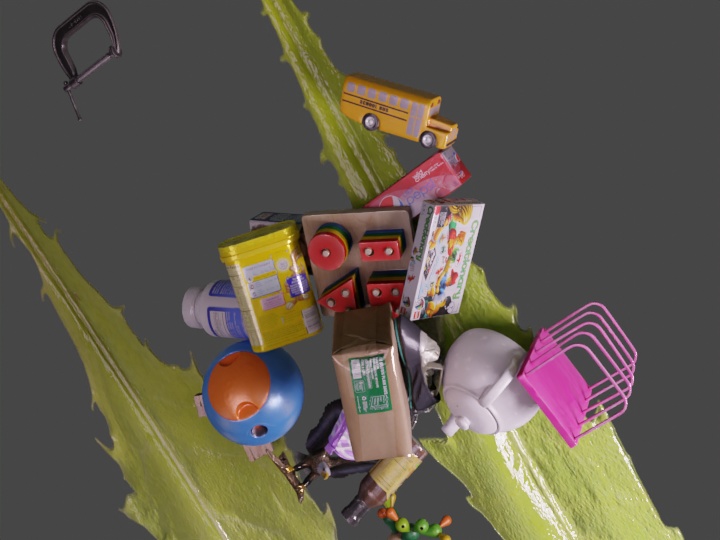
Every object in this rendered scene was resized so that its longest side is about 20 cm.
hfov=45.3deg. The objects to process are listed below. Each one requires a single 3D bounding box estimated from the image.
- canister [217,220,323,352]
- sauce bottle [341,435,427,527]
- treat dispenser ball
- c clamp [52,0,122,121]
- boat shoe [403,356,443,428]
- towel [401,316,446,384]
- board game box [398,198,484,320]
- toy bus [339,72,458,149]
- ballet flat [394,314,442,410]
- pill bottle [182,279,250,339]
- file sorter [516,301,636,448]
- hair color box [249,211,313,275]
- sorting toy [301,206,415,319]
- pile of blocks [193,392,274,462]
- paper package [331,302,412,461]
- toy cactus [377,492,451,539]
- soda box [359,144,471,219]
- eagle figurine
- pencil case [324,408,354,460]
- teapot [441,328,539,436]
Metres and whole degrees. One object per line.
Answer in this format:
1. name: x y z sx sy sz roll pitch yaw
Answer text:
1. canister: -0.158 0.030 1.548 0.146 0.087 0.203 -17 103 -6
2. sauce bottle: 0.043 0.400 1.647 0.065 0.065 0.200 43 90 4
3. treat dispenser ball: -0.207 0.236 1.674 0.197 0.201 0.205 8 112 21
4. c clamp: -0.530 -0.419 1.689 0.199 0.027 0.173 -30 89 32
5. boat shoe: 0.106 0.227 1.562 0.070 0.072 0.202 19 131 14
6. towel: 0.089 0.113 1.588 0.146 0.036 0.204 2 109 23
7. board game box: 0.136 -0.020 1.455 0.034 0.125 0.204 29 115 42
8. toy bus: 0.067 -0.266 1.444 0.197 0.065 0.080 20 114 18
9. ballet flat: 0.104 0.153 1.452 0.072 0.073 0.203 4 128 23
10. pill bottle: -0.244 0.075 1.684 0.197 0.112 0.114 2 110 25
11. file sorter: 0.358 0.156 1.386 0.125 0.200 0.140 -38 91 28
12. hair color box: -0.105 -0.048 1.604 0.197 0.060 0.102 5 111 23
13. sorting toy: 0.000 0.000 1.500 0.195 0.070 0.203 -2 118 19
14. pile of blocks: -0.257 0.311 1.812 0.199 0.062 0.082 40 101 2
15. paper package: 0.021 0.182 1.424 0.101 0.191 0.204 -9 109 3
16. toy cactus: 0.093 0.517 1.716 0.199 0.102 0.166 40 138 4
17. soda box: 0.089 -0.130 1.483 0.199 0.063 0.071 -34 92 31
18. eagle figurine: -0.061 0.369 1.717 0.198 0.152 0.152 -34 137 -2
19. pencil case: 0.008 0.252 1.590 0.084 0.085 0.203 36 113 37
20. teapot: 0.210 0.206 1.463 0.196 0.146 0.202 14 142 44
